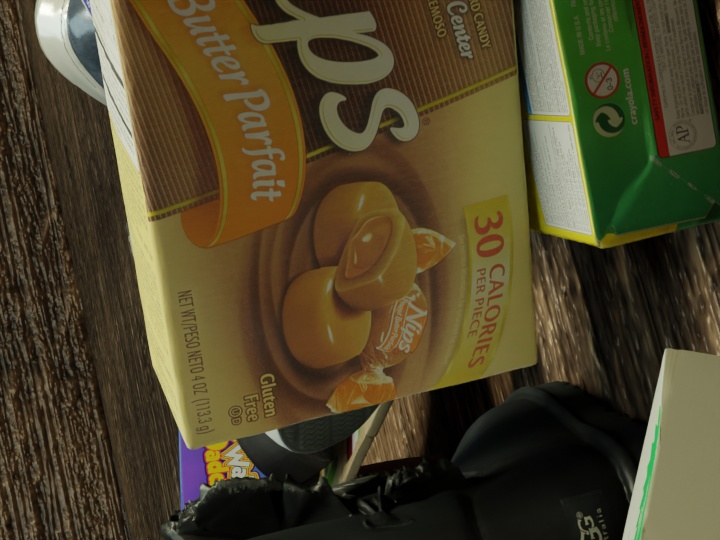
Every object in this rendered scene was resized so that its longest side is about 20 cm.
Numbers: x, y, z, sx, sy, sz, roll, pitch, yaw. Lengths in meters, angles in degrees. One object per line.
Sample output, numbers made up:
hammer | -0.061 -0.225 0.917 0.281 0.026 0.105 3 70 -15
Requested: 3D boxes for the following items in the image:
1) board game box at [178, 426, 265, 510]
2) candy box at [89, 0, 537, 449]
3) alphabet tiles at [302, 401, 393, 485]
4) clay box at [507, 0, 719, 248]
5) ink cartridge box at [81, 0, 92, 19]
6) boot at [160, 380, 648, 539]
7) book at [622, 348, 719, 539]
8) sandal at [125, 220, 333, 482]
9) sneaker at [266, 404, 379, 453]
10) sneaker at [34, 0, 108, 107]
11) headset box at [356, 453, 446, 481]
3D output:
board game box | -0.050 0.122 1.078 0.200 0.045 0.135 85 180 -52
candy box | -0.015 -0.054 0.691 0.055 0.115 0.200 -123 23 -58
alphabet tiles | 0.000 0.000 1.003 0.167 0.008 0.200 113 163 -48
clay box | 0.055 -0.074 0.749 0.200 0.047 0.115 -153 52 -77
ink cartridge box | -0.042 -0.091 0.913 0.198 0.047 0.200 62 155 14
boot | 0.009 0.092 0.816 0.200 0.168 0.077 178 82 -79
book | 0.081 0.142 0.653 0.134 0.048 0.200 -67 -14 -58
sandal | -0.071 0.008 1.000 0.076 0.043 0.200 37 -156 -50
sneaker | -0.020 -0.037 0.783 0.071 0.073 0.200 34 130 45
sneaker | -0.039 -0.083 1.119 0.202 0.146 0.077 29 -108 -51
headset box | 0.023 0.179 1.029 0.200 0.075 0.149 -117 21 -71
